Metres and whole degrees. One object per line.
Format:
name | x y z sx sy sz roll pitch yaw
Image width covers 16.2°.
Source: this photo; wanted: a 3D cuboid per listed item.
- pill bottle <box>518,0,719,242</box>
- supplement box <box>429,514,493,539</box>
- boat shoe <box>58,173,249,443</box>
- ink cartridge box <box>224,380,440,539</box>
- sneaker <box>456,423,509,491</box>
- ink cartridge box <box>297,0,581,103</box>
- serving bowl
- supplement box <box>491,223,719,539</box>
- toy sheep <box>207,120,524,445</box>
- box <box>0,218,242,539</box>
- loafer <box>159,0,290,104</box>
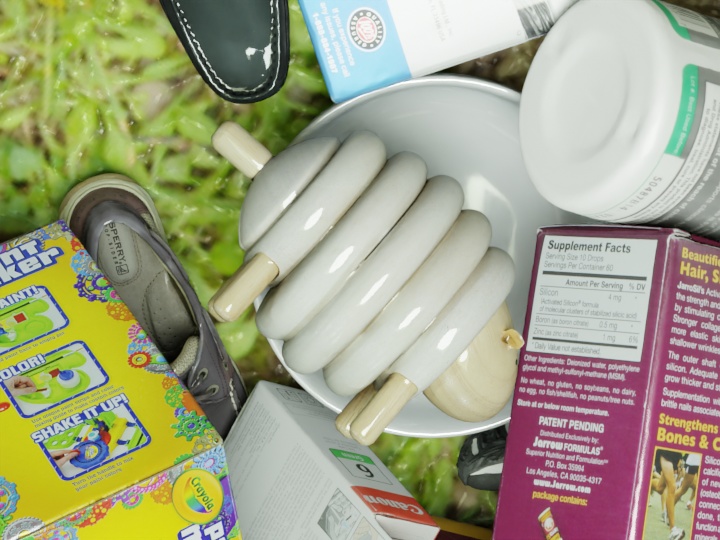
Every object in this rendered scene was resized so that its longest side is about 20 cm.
pill bottle | 0.189 -0.067 1.289 0.200 0.113 0.113 13 108 -34
supplement box | 0.098 0.246 1.338 0.197 0.200 0.133 17 108 -33
boat shoe | -0.109 0.046 1.367 0.072 0.065 0.200 -19 111 0
ink cartridge box | -0.015 0.156 1.316 0.050 0.200 0.109 16 109 -40
sneaker | 0.153 0.104 1.396 0.199 0.074 0.080 -7 113 0
ink cartridge box | 0.056 -0.190 1.292 0.199 0.084 0.145 -17 108 3
serving bowl | 0.039 -0.014 1.357 0.199 0.066 0.201 -1 107 -3
supplement box | 0.151 0.086 1.275 0.131 0.103 0.201 13 84 -39
toy sheep | 0.000 0.000 1.260 0.200 0.138 0.138 43 101 -8
box | -0.150 0.121 1.278 0.122 0.193 0.200 -24 136 -17
loafer | -0.083 -0.178 1.298 0.068 0.070 0.201 -15 107 3
